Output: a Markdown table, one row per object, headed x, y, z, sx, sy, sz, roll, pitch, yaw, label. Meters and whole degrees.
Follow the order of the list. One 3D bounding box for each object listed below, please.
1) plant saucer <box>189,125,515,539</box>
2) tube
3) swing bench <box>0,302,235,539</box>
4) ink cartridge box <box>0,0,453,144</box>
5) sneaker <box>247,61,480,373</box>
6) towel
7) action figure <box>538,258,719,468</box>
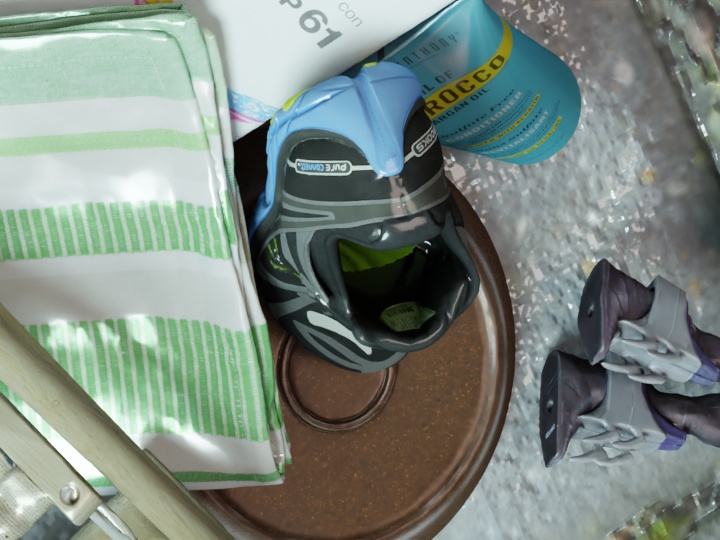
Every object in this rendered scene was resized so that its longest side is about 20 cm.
| x | y | z | sx | sy | sz | roll | pitch | yaw | label |
| --- | --- | --- | --- | --- | --- | --- | --- | --- | --- |
| -0.015 | 0.039 | 0.896 | 0.199 | 0.034 | 0.202 | -2 | 96 | -24 | plant saucer |
| 0.039 | -0.074 | 0.833 | 0.077 | 0.200 | 0.051 | -38 | 77 | 15 | tube |
| -0.152 | 0.124 | 0.738 | 0.199 | 0.130 | 0.200 | -44 | 114 | -6 | swing bench |
| -0.066 | -0.127 | 0.765 | 0.145 | 0.199 | 0.085 | 47 | 34 | -20 | ink cartridge box |
| 0.000 | 0.000 | 0.787 | 0.070 | 0.200 | 0.083 | -16 | 70 | -9 | sneaker |
| -0.111 | 0.001 | 0.787 | 0.151 | 0.023 | 0.201 | -5 | 122 | 9 | towel |
| 0.181 | 0.063 | 0.957 | 0.198 | 0.070 | 0.131 | 14 | 130 | -14 | action figure |
